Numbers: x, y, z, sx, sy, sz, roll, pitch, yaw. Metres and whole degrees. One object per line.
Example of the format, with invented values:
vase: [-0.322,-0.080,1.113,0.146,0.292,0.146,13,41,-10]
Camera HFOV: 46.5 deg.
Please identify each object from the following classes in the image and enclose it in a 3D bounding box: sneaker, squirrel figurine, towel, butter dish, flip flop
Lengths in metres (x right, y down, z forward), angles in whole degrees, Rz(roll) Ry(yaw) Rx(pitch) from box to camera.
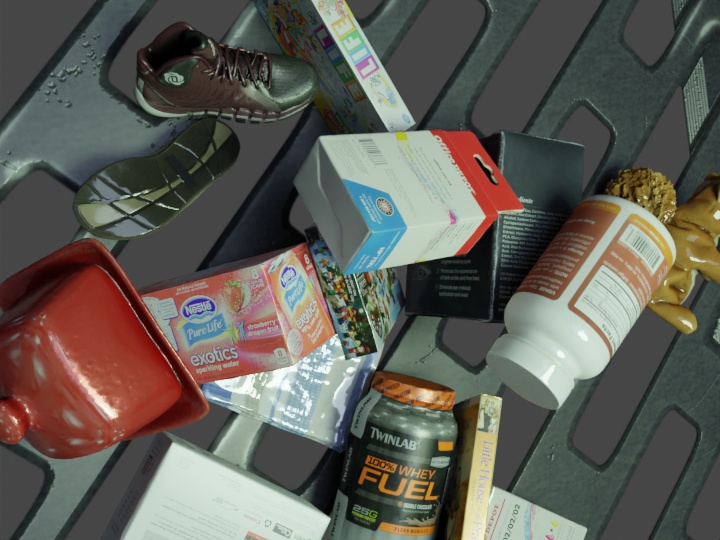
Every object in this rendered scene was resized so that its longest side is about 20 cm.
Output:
sneaker: [-0.135,-0.206,0.861,0.198,0.116,0.076,-7,75,-12]
squirrel figurine: [0.405,-0.056,1.090,0.199,0.141,0.187,36,109,7]
towel: [-0.075,0.110,0.961,0.199,0.024,0.148,25,80,-22]
butter dish: [-0.275,0.100,0.763,0.201,0.199,0.148,60,38,-13]
flip flop: [-0.212,-0.095,0.887,0.200,0.057,0.081,-43,102,-33]

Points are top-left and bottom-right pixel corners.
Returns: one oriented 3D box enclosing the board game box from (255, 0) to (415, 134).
board game box: [-0.031,-0.229,0.918,0.034,0.134,0.201,-36,103,-19]

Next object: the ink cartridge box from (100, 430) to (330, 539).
ink cartridge box: [-0.163,0.295,0.890,0.199,0.084,0.176,32,78,-20]

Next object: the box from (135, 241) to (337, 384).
box: [-0.139,0.048,0.832,0.095,0.199,0.103,-32,105,-61]

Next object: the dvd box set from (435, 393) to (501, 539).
dvd box set: [0.113,0.250,0.957,0.029,0.146,0.202,13,73,-8]

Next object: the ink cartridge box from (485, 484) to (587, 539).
ink cartridge box: [0.172,0.335,1.046,0.199,0.068,0.116,27,79,-21]

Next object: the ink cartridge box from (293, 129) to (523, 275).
ink cartridge box: [0.050,-0.072,0.815,0.199,0.067,0.117,-9,59,-37]

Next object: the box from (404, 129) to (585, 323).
box: [0.148,-0.041,0.963,0.117,0.196,0.202,4,88,-24]

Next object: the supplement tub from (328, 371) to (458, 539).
supplement tub: [0.040,0.224,0.952,0.122,0.122,0.202,12,90,-23]

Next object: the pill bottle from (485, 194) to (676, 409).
pill bottle: [0.213,0.032,0.825,0.112,0.112,0.200,45,73,-17]

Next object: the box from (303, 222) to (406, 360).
box: [0.000,0.000,0.907,0.037,0.200,0.138,-15,99,14]
